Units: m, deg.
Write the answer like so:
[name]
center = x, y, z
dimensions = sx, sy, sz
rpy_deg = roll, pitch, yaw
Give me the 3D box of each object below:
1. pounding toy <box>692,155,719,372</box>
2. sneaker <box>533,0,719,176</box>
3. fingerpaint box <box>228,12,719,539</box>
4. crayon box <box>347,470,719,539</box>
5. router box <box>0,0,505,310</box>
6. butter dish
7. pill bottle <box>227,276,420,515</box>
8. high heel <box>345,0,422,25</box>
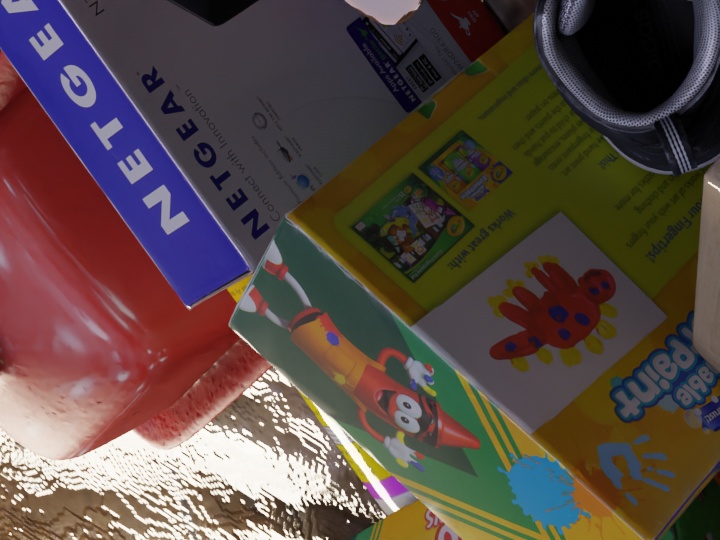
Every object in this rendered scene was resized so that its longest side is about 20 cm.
[pounding toy]
center = 0.226, 0.013, 0.741
dimensions = 0.200, 0.142, 0.184
rpy_deg = 39, 168, 18
[sneaker]
center = 0.083, -0.126, 0.802
dimensions = 0.075, 0.114, 0.202
rpy_deg = -20, 94, 11
[fingerpaint box]
center = 0.079, 0.006, 0.865
dimensions = 0.167, 0.200, 0.074
rpy_deg = 41, 139, 8
[crayon box]
center = 0.062, 0.141, 0.936
dimensions = 0.199, 0.120, 0.058
rpy_deg = -33, 135, 30
[router box]
center = -0.056, -0.116, 0.909
dimensions = 0.201, 0.179, 0.049
rpy_deg = 54, 140, -7
[butter dish]
center = -0.150, 0.010, 1.114
dimensions = 0.200, 0.148, 0.200
rpy_deg = 48, 139, 0
[pill bottle]
center = 0.000, 0.000, 1.004
dimensions = 0.104, 0.104, 0.201
rpy_deg = -27, 101, 49
[high heel]
center = -0.036, -0.178, 0.891
dimensions = 0.067, 0.096, 0.200
rpy_deg = -36, 99, 28
